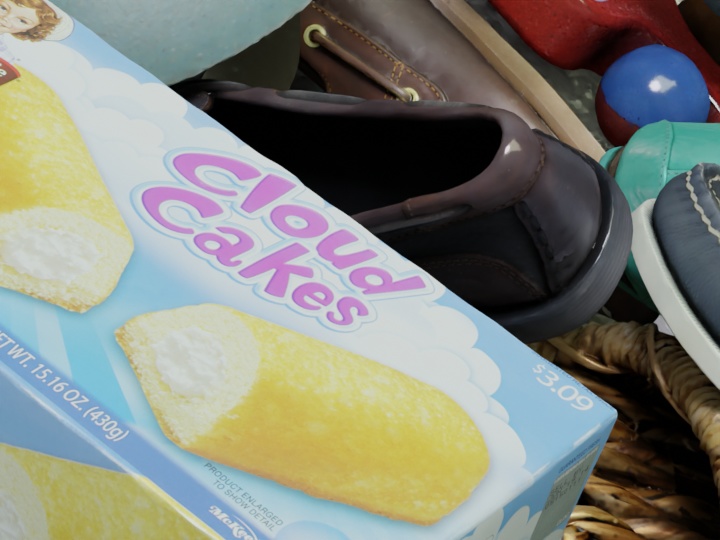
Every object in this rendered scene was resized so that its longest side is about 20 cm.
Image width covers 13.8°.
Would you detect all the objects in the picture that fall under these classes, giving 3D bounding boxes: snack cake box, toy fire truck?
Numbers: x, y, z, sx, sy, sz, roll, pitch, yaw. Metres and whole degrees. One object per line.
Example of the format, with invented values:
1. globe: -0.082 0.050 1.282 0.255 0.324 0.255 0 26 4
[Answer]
1. snack cake box: -0.058 0.019 0.663 0.200 0.067 0.115 36 38 19
2. toy fire truck: 0.092 -0.095 0.934 0.200 0.112 0.168 50 36 8

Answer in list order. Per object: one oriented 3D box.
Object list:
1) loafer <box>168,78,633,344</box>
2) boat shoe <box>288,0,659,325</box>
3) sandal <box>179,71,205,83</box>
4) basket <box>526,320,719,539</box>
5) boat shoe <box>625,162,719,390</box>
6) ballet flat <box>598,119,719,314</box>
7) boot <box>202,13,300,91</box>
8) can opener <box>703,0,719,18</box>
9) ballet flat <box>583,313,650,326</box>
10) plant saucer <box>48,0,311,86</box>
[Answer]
1. loafer: -0.031 -0.023 0.751 0.063 0.199 0.072 49 50 -53
2. boat shoe: 0.017 -0.049 0.903 0.070 0.070 0.200 -38 68 -8
3. sandal: -0.138 -0.080 0.820 0.199 0.043 0.076 8 56 -4
4. basket: 0.047 0.103 0.708 0.148 0.143 0.201 22 41 -16
5. boat shoe: 0.138 0.032 0.688 0.075 0.062 0.200 6 34 -41
6. ballet flat: 0.133 0.008 0.857 0.200 0.070 0.068 31 65 -58
7. boot: -0.085 -0.122 0.894 0.073 0.075 0.201 -20 75 -39
8. can opener: 0.152 -0.057 0.872 0.200 0.066 0.053 54 -6 -12
9. ballet flat: 0.000 0.000 0.838 0.199 0.064 0.076 26 42 -10
10. plant saucer: -0.081 -0.140 0.780 0.200 0.039 0.202 -4 66 8
